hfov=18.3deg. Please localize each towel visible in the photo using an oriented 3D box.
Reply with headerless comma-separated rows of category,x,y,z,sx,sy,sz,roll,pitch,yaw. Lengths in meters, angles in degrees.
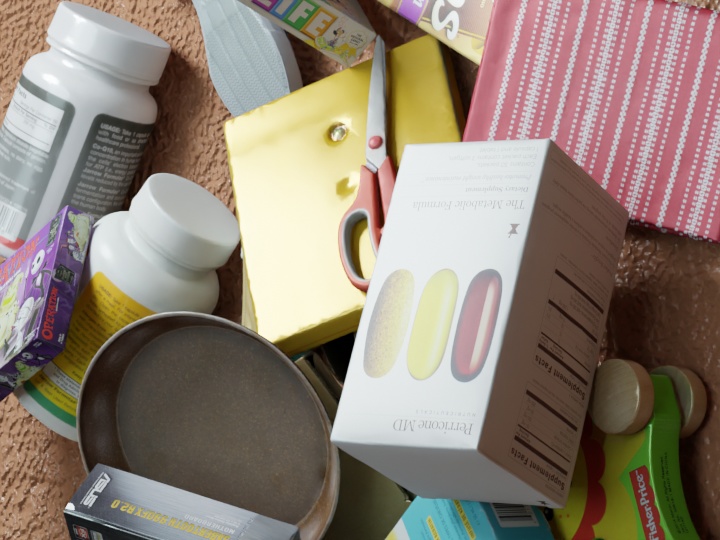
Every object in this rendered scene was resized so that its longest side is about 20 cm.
towel,0.160,-0.107,1.439,0.200,0.022,0.145,16,98,28

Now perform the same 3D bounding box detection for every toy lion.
toy lion,0.143,0.154,1.424,0.192,0.069,0.201,-34,60,43

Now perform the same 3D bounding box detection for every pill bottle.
pill bottle,-0.230,-0.104,1.789,0.114,0.114,0.200,33,104,42
pill bottle,-0.178,0.027,1.715,0.200,0.113,0.113,-54,50,22

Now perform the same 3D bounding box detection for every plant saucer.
plant saucer,-0.100,0.117,1.534,0.200,0.034,0.201,9,112,22

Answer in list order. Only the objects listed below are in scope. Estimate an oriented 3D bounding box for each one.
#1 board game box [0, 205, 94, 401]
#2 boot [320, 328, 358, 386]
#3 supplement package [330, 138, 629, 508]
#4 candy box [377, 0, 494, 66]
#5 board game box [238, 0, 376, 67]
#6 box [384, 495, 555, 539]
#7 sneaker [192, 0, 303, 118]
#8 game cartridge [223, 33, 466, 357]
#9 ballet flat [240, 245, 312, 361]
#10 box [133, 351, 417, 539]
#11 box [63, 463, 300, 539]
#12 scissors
board game box,-0.271,0.043,1.718,0.200,0.032,0.120,-36,33,47
boot,0.000,0.000,1.576,0.074,0.075,0.200,-34,59,36
supplement package,0.076,0.033,1.377,0.114,0.109,0.201,-1,66,36
candy box,0.074,-0.221,1.560,0.200,0.056,0.117,37,107,40
board game box,-0.075,-0.241,1.621,0.034,0.134,0.200,-47,40,18
box,0.049,0.208,1.473,0.200,0.049,0.082,-57,44,37
sneaker,-0.083,-0.195,1.700,0.073,0.071,0.201,-22,88,35
game cartridge,-0.003,-0.052,1.556,0.176,0.032,0.200,-22,56,16
ballet flat,-0.067,0.009,1.647,0.063,0.068,0.201,-9,74,57
box,-0.058,0.169,1.569,0.200,0.021,0.164,-35,93,30
box,-0.109,0.234,1.536,0.158,0.200,0.048,16,49,22
scissors,0.005,-0.075,1.535,0.073,0.014,0.200,-25,56,15
